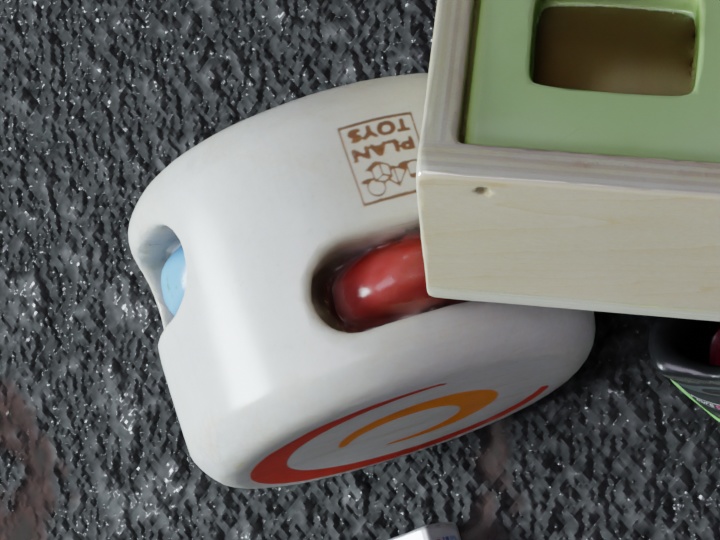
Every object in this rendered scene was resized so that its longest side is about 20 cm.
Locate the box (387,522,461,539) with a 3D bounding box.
[{"bbox_3d":[0.006,0.233,1.010,0.143,0.036,0.202,-22,76,29],"label":"box"}]

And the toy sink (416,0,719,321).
[{"bbox_3d":[0.096,-0.097,0.823,0.129,0.112,0.202,5,65,7],"label":"toy sink"}]

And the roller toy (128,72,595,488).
[{"bbox_3d":[0.000,0.000,0.936,0.199,0.182,0.141,-26,74,28],"label":"roller toy"}]

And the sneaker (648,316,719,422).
[{"bbox_3d":[0.189,-0.001,0.852,0.200,0.083,0.077,-47,36,36],"label":"sneaker"}]
